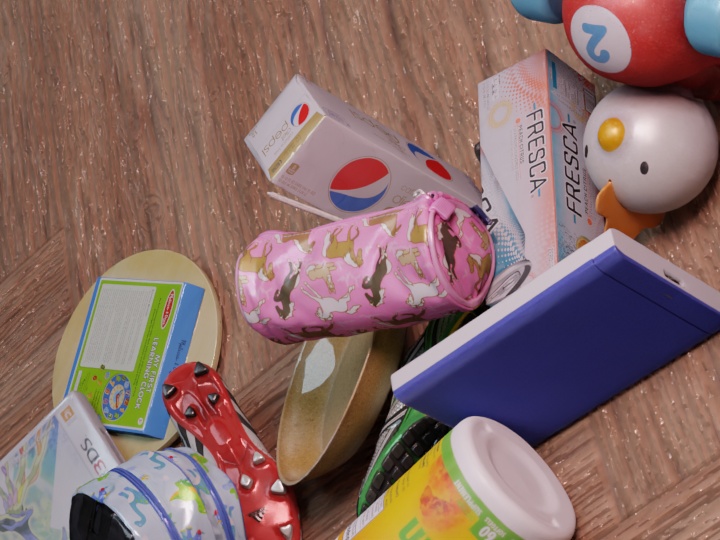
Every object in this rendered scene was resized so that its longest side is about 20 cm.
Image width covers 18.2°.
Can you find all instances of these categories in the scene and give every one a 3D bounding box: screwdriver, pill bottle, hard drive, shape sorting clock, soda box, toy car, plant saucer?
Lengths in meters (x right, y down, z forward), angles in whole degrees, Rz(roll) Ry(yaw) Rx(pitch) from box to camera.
[{"bbox_3d":[0.019,-0.022,1.669,0.028,0.200,0.029,-58,30,24],"label":"screwdriver"},{"bbox_3d":[0.045,0.205,1.571,0.200,0.111,0.111,-45,41,20],"label":"pill bottle"},{"bbox_3d":[0.138,0.054,1.541,0.200,0.132,0.025,-35,46,30],"label":"hard drive"},{"bbox_3d":[-0.197,0.078,1.977,0.200,0.039,0.200,-21,57,37],"label":"shape sorting clock"},{"bbox_3d":[0.131,-0.058,1.627,0.068,0.064,0.200,-26,49,34],"label":"soda box"},{"bbox_3d":[0.198,-0.114,1.562,0.184,0.177,0.200,17,93,40],"label":"toy car"},{"bbox_3d":[0.011,-0.068,1.701,0.068,0.200,0.064,-50,40,15],"label":"soda box"},{"bbox_3d":[-0.009,0.075,1.728,0.200,0.035,0.201,-159,90,-76],"label":"plant saucer"}]

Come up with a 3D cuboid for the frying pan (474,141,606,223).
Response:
[{"bbox_3d":[0.127,-0.027,1.682,0.190,0.031,0.115,20,82,54],"label":"frying pan"}]

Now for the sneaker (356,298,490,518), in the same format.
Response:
[{"bbox_3d":[0.055,0.110,1.661,0.200,0.078,0.085,-62,23,-4],"label":"sneaker"}]

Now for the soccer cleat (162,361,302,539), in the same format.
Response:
[{"bbox_3d":[-0.098,0.162,1.802,0.069,0.085,0.200,-31,66,-2],"label":"soccer cleat"}]

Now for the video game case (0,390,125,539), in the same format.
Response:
[{"bbox_3d":[-0.271,0.233,1.928,0.200,0.022,0.182,-44,56,11],"label":"video game case"}]

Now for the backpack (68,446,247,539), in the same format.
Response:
[{"bbox_3d":[-0.151,0.233,1.716,0.154,0.200,0.163,-36,35,-16],"label":"backpack"}]

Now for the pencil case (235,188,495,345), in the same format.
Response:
[{"bbox_3d":[0.000,0.000,1.610,0.200,0.083,0.087,-13,57,40],"label":"pencil case"}]
